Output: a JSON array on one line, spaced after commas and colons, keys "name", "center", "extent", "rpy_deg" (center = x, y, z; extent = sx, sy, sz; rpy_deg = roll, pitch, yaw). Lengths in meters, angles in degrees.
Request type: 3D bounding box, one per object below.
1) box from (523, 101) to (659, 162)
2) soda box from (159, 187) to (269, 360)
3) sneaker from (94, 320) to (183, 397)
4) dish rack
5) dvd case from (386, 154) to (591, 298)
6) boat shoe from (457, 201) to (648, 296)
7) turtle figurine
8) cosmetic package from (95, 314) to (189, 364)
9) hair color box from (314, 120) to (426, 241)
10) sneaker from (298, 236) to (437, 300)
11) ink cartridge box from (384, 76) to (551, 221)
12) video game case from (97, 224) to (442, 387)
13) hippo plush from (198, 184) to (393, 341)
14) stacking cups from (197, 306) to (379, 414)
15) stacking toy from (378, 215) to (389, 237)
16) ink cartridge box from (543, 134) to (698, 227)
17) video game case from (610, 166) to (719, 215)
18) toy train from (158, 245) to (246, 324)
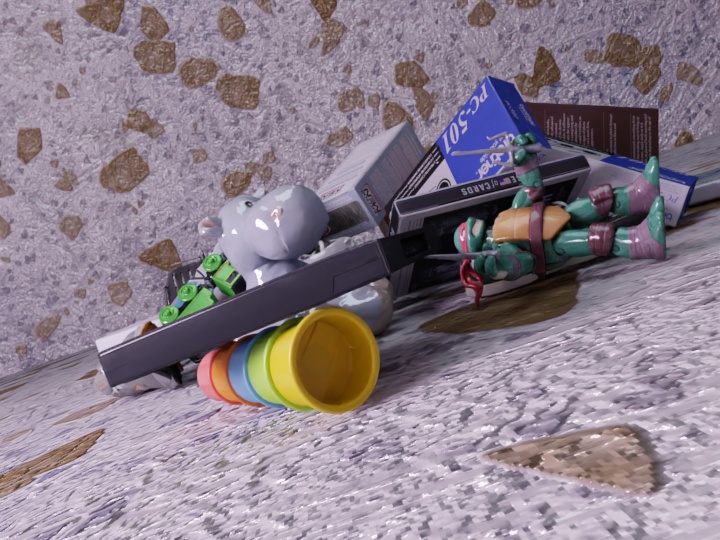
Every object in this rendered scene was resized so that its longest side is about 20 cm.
[{"name": "box", "center": [0.263, -0.148, 0.890], "extent": [0.196, 0.102, 0.075], "rpy_deg": [2, -5, -5]}, {"name": "soda box", "center": [-0.139, 0.005, 0.821], "extent": [0.201, 0.068, 0.064], "rpy_deg": [-57, -16, -24]}, {"name": "sneaker", "center": [-0.248, 0.110, 0.783], "extent": [0.091, 0.077, 0.200], "rpy_deg": [-27, -3, -13]}, {"name": "dish rack", "center": [-0.141, 0.021, 0.877], "extent": [0.197, 0.155, 0.055], "rpy_deg": [-18, -28, -10]}, {"name": "dvd case", "center": [0.120, -0.040, 0.719], "extent": [0.197, 0.025, 0.151], "rpy_deg": [-14, -31, -12]}, {"name": "boat shoe", "center": [0.186, -0.035, 0.673], "extent": [0.197, 0.069, 0.072], "rpy_deg": [-17, 1, -1]}, {"name": "turtle figurine", "center": [0.146, -0.043, 0.597], "extent": [0.197, 0.152, 0.101], "rpy_deg": [-4, -34, 20]}, {"name": "cosmetic package", "center": [-0.286, 0.101, 1.032], "extent": [0.100, 0.072, 0.200], "rpy_deg": [-18, 4, 5]}, {"name": "hair color box", "center": [0.008, -0.120, 0.967], "extent": [0.098, 0.061, 0.201], "rpy_deg": [-19, 24, 37]}, {"name": "sneaker", "center": [0.000, 0.000, 0.815], "extent": [0.197, 0.082, 0.076], "rpy_deg": [-3, -7, -21]}, {"name": "ink cartridge box", "center": [0.106, -0.094, 0.758], "extent": [0.044, 0.095, 0.200], "rpy_deg": [5, -40, -35]}, {"name": "video game case", "center": [-0.050, 0.019, 0.500], "extent": [0.198, 0.026, 0.181], "rpy_deg": [-22, 0, 17]}, {"name": "hippo plush", "center": [-0.065, -0.003, 0.699], "extent": [0.198, 0.163, 0.158], "rpy_deg": [-15, 5, 42]}, {"name": "stacking cups", "center": [-0.060, 0.070, 0.488], "extent": [0.060, 0.061, 0.199], "rpy_deg": [-20, -2, -31]}, {"name": "stacking toy", "center": [0.126, -0.106, 0.973], "extent": [0.200, 0.147, 0.146], "rpy_deg": [-45, -10, 28]}, {"name": "ink cartridge box", "center": [0.247, -0.103, 0.762], "extent": [0.198, 0.045, 0.094], "rpy_deg": [22, 22, 25]}, {"name": "video game case", "center": [0.389, -0.094, 0.895], "extent": [0.198, 0.022, 0.181], "rpy_deg": [-18, 4, 37]}, {"name": "toy train", "center": [-0.135, -0.001, 0.760], "extent": [0.056, 0.042, 0.201], "rpy_deg": [23, 65, 30]}]
